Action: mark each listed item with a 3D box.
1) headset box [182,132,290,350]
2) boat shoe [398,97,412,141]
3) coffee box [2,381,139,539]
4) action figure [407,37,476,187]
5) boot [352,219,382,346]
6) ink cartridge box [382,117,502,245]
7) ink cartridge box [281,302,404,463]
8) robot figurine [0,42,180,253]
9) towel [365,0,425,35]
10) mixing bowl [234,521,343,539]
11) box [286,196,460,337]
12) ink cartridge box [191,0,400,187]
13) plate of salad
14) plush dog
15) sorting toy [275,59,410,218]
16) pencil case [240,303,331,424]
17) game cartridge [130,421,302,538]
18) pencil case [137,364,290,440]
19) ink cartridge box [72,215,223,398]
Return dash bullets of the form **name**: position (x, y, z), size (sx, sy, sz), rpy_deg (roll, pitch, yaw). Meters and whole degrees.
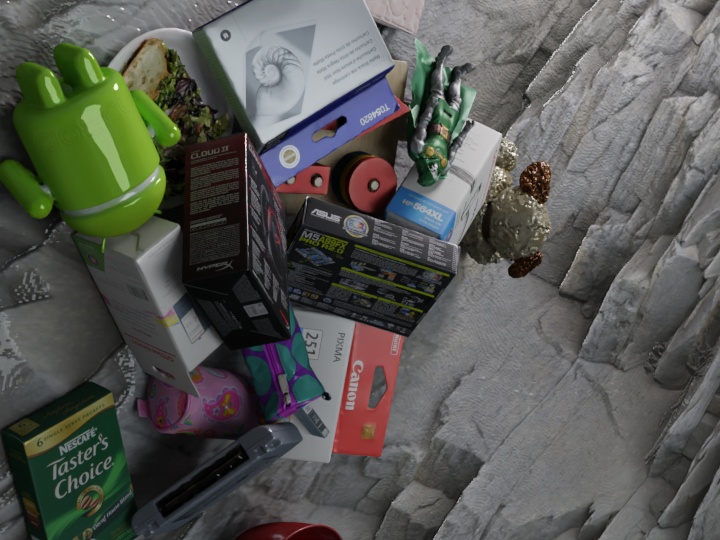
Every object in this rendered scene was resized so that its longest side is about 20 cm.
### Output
- **headset box**: position (-0.133, -0.038, 1.250), size (0.149, 0.075, 0.201), rpy_deg (65, 17, -56)
- **boat shoe**: position (0.010, -0.213, 1.489), size (0.199, 0.063, 0.073), rpy_deg (16, 100, -33)
- **coffee box**: position (-0.316, 0.238, 1.278), size (0.123, 0.044, 0.201), rpy_deg (-29, 124, -41)
- **action figure**: position (0.099, -0.186, 1.436), size (0.118, 0.055, 0.201), rpy_deg (30, 57, -28)
- **boot**: position (-0.013, -0.016, 1.545), size (0.166, 0.072, 0.200), rpy_deg (45, 68, -37)
- **ink cartridge box**: position (0.100, -0.085, 1.497), size (0.200, 0.084, 0.146), rpy_deg (-57, 166, -33)
- **ink cartridge box**: position (-0.032, 0.153, 1.520), size (0.175, 0.045, 0.201), rpy_deg (8, 99, -16)
- **robot figurine**: position (-0.266, -0.120, 1.140), size (0.175, 0.116, 0.201), rpy_deg (-35, 122, -24)
- **towel**: position (0.032, -0.419, 1.464), size (0.191, 0.032, 0.201), rpy_deg (10, 96, -52)
- **mixing bowl**: position (-0.121, 0.412, 1.526), size (0.200, 0.108, 0.201), rpy_deg (-23, 121, -44)
- **box**: position (0.000, 0.000, 1.414), size (0.160, 0.199, 0.044), rpy_deg (122, -19, -51)
- **ink cartridge box**: position (-0.060, -0.226, 1.304), size (0.199, 0.041, 0.201), rpy_deg (-35, 110, -21)
- **plate of salad**: position (-0.206, -0.162, 1.260), size (0.200, 0.048, 0.201), rpy_deg (-21, 119, -45)
- **plush dog**: position (0.200, -0.082, 1.675), size (0.160, 0.171, 0.201), rpy_deg (-16, 116, -46)
- **sorting toy**: position (-0.030, -0.162, 1.401), size (0.198, 0.070, 0.201), rpy_deg (1, 103, -29)
- **pencil case**: position (-0.110, 0.077, 1.378), size (0.085, 0.092, 0.201), rpy_deg (-22, 92, -2)
- **game cartridge**: position (-0.166, 0.244, 1.361), size (0.200, 0.042, 0.133), rpy_deg (-36, 173, 6)
- **pencil case**: position (-0.173, 0.164, 1.398), size (0.200, 0.087, 0.088), rpy_deg (17, 90, -51)
- **ink cartridge box**: position (-0.220, 0.035, 1.259), size (0.067, 0.117, 0.201), rpy_deg (-43, 133, -31)
